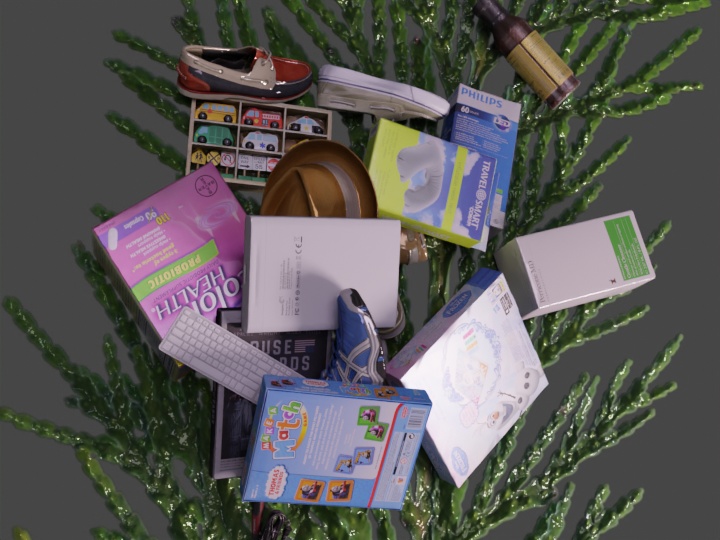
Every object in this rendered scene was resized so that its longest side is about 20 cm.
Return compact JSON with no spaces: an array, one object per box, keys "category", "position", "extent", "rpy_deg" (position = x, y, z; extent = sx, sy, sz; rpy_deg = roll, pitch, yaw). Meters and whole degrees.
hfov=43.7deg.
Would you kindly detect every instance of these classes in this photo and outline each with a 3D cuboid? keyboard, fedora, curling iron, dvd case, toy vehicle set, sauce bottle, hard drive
[{"category":"keyboard","position":[-0.140,0.113,1.045],"extent":[0.199,0.011,0.057],"rpy_deg":[35,81,-28]},{"category":"fedora","position":[-0.070,-0.067,1.136],"extent":[0.081,0.199,0.204],"rpy_deg":[-1,67,-61]},{"category":"curling iron","position":[-0.111,0.239,1.072],"extent":[0.049,0.026,0.204],"rpy_deg":[-6,103,-15]},{"category":"dvd case","position":[-0.107,0.145,1.087],"extent":[0.148,0.025,0.204],"rpy_deg":[0,99,-29]},{"category":"toy vehicle set","position":[-0.138,-0.170,1.232],"extent":[0.196,0.027,0.127],"rpy_deg":[5,73,-14]},{"category":"sauce bottle","position":[0.251,-0.339,1.371],"extent":[0.064,0.065,0.201],"rpy_deg":[-39,88,-22]},{"category":"hard drive","position":[-0.045,0.003,1.072],"extent":[0.197,0.027,0.135],"rpy_deg":[0,96,-28]}]

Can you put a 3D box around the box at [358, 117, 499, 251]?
[{"category":"box","position":[0.097,-0.111,1.199],"extent":[0.197,0.048,0.124],"rpy_deg":[16,77,-14]}]

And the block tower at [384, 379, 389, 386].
[{"category":"block tower","position":[0.038,0.160,1.167],"extent":[0.199,0.054,0.058],"rpy_deg":[-36,85,-22]}]

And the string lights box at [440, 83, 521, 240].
[{"category":"string lights box","position":[0.164,-0.156,1.294],"extent":[0.101,0.059,0.203],"rpy_deg":[16,70,-11]}]

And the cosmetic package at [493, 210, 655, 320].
[{"category":"cosmetic package","position":[0.302,-0.006,1.274],"extent":[0.197,0.085,0.109],"rpy_deg":[-14,79,-20]}]

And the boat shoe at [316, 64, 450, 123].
[{"category":"boat shoe","position":[0.030,-0.240,1.288],"extent":[0.196,0.072,0.063],"rpy_deg":[13,95,-8]}]

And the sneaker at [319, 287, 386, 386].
[{"category":"sneaker","position":[-0.012,0.121,1.063],"extent":[0.076,0.076,0.204],"rpy_deg":[-8,106,-8]}]

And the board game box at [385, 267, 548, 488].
[{"category":"board game box","position":[0.141,0.138,1.152],"extent":[0.199,0.043,0.202],"rpy_deg":[-43,124,-24]}]

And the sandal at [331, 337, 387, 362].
[{"category":"sandal","position":[-0.057,0.122,1.158],"extent":[0.199,0.050,0.084],"rpy_deg":[-2,89,-29]}]

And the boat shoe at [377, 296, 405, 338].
[{"category":"boat shoe","position":[0.000,0.000,1.195],"extent":[0.074,0.069,0.203],"rpy_deg":[-22,71,1]}]

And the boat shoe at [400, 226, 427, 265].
[{"category":"boat shoe","position":[0.061,-0.108,1.243],"extent":[0.075,0.072,0.204],"rpy_deg":[-4,84,-3]}]

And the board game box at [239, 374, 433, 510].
[{"category":"board game box","position":[-0.029,0.202,1.037],"extent":[0.196,0.037,0.154],"rpy_deg":[7,113,-18]}]

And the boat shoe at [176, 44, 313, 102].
[{"category":"boat shoe","position":[-0.153,-0.275,1.226],"extent":[0.196,0.063,0.072],"rpy_deg":[-5,48,-24]}]

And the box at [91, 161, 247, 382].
[{"category":"box","position":[-0.210,0.002,1.122],"extent":[0.175,0.097,0.202],"rpy_deg":[-32,85,-22]}]
